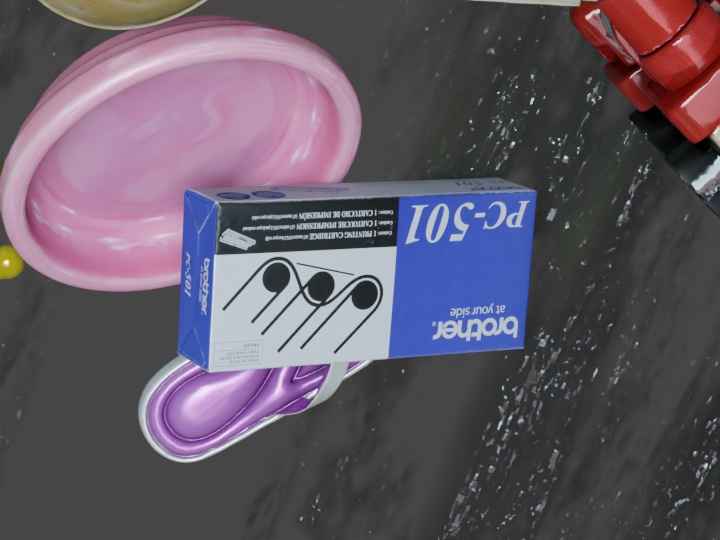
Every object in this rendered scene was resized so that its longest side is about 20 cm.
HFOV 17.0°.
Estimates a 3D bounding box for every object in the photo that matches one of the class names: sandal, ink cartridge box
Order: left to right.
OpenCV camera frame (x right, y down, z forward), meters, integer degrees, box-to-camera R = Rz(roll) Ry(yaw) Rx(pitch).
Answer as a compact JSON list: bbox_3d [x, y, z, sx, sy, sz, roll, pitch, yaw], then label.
[{"bbox_3d":[-0.038,0.044,1.374,0.203,0.050,0.082,-42,105,6],"label":"sandal"},{"bbox_3d":[0.000,0.000,1.327,0.200,0.044,0.094,-4,105,-29],"label":"ink cartridge box"}]

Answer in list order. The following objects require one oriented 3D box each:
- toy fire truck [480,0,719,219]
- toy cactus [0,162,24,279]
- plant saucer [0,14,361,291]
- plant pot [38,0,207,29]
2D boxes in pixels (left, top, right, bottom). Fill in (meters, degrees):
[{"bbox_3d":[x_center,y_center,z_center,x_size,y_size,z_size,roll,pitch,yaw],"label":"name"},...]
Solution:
[{"bbox_3d":[0.137,-0.129,1.275,0.129,0.176,0.200,-43,103,8],"label":"toy fire truck"},{"bbox_3d":[-0.285,0.003,1.334,0.165,0.102,0.200,34,109,-2],"label":"toy cactus"},{"bbox_3d":[-0.100,-0.068,1.296,0.200,0.051,0.201,-17,147,-12],"label":"plant saucer"},{"bbox_3d":[-0.110,-0.222,1.249,0.200,0.027,0.200,-2,86,30],"label":"plant pot"}]
